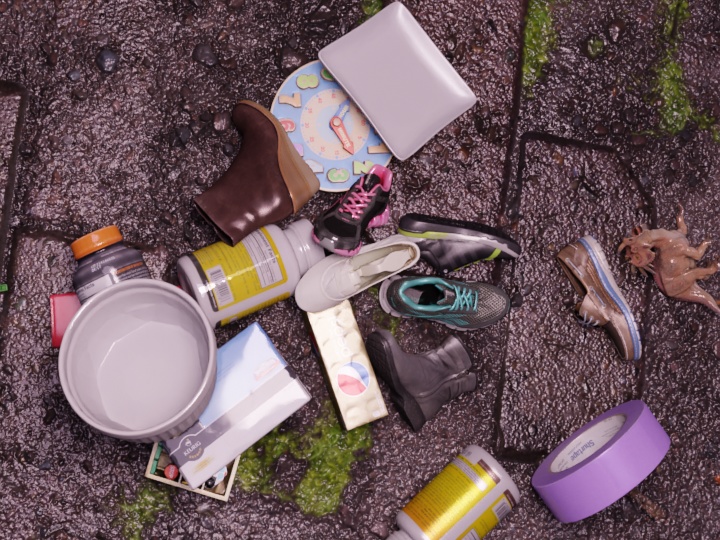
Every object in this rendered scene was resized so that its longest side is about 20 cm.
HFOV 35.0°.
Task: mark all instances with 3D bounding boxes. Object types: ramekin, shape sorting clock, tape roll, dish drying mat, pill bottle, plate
[{"bbox_3d":[-0.273,0.122,1.451,0.196,0.105,0.204,-1,69,3],"label":"ramekin"},{"bbox_3d":[-0.038,-0.219,1.709,0.196,0.039,0.204,1,83,-9],"label":"shape sorting clock"},{"bbox_3d":[0.342,0.271,1.631,0.199,0.200,0.066,-38,91,-11],"label":"tape roll"},{"bbox_3d":[-0.343,0.066,1.638,0.196,0.018,0.078,-4,85,-10],"label":"dish drying mat"},{"bbox_3d":[-0.331,0.043,1.579,0.105,0.106,0.203,-23,89,-11],"label":"pill bottle"},{"bbox_3d":[0.126,0.353,1.634,0.199,0.109,0.110,-41,91,-11],"label":"pill bottle"},{"bbox_3d":[-0.153,0.000,1.625,0.197,0.111,0.113,-22,87,-18],"label":"pill bottle"},{"bbox_3d":[0.054,-0.281,1.707,0.200,0.032,0.200,50,56,0],"label":"plate"}]

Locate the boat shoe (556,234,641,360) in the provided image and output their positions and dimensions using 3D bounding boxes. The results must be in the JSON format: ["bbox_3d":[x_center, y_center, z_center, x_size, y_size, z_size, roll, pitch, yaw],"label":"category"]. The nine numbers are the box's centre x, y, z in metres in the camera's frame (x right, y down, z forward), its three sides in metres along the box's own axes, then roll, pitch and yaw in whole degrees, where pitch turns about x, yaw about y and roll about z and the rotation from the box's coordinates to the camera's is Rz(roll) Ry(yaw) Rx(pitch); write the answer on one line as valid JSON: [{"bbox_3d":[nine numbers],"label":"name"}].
[{"bbox_3d":[0.358,0.051,1.731,0.071,0.072,0.203,-22,78,-6],"label":"boat shoe"}]

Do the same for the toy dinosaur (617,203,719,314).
[{"bbox_3d":[0.474,-0.007,1.750,0.134,0.086,0.202,-31,105,-1],"label":"toy dinosaur"}]

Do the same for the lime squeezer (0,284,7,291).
[{"bbox_3d":[-0.595,0.033,1.580,0.198,0.071,0.038,-4,65,-39],"label":"lime squeezer"}]

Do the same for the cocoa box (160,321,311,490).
[{"bbox_3d":[-0.186,0.184,1.562,0.199,0.133,0.132,-36,87,-11],"label":"cocoa box"}]

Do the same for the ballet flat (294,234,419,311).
[{"bbox_3d":[0.000,0.000,1.614,0.198,0.069,0.070,-24,88,-22],"label":"ballet flat"}]

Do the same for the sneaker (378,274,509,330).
[{"bbox_3d":[0.129,0.046,1.679,0.196,0.091,0.079,3,84,-9],"label":"sneaker"}]

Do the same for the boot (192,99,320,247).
[{"bbox_3d":[-0.171,-0.143,1.625,0.165,0.073,0.201,-31,66,-22],"label":"boot"}]

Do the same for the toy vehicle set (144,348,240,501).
[{"bbox_3d":[-0.221,0.213,1.635,0.122,0.027,0.203,16,81,-7],"label":"toy vehicle set"}]

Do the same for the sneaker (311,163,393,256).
[{"bbox_3d":[-0.005,-0.093,1.622,0.078,0.200,0.096,28,123,8],"label":"sneaker"}]

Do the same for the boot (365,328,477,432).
[{"bbox_3d":[0.091,0.127,1.642,0.131,0.070,0.201,-35,134,-12],"label":"boot"}]

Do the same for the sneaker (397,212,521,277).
[{"bbox_3d":[0.141,-0.031,1.714,0.196,0.072,0.084,11,106,-7],"label":"sneaker"}]

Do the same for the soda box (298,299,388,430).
[{"bbox_3d":[-0.027,0.125,1.659,0.067,0.064,0.203,-19,87,-10],"label":"soda box"}]
